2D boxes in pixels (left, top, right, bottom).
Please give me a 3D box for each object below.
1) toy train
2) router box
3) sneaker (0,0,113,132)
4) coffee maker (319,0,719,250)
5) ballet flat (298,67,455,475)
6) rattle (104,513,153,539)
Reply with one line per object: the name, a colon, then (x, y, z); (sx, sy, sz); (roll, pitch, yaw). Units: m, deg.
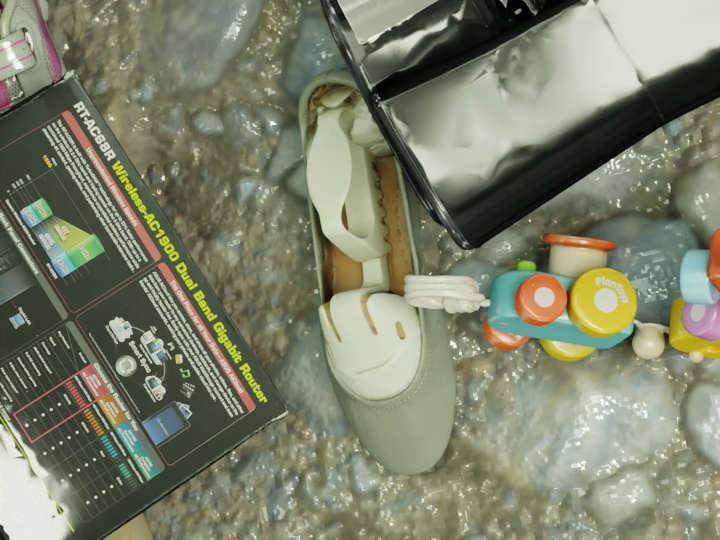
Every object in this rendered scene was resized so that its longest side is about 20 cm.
toy train: (0.127, -0.001, 0.908); (0.200, 0.150, 0.056); (0, 73, 30)
router box: (-0.151, 0.028, 1.011); (0.150, 0.062, 0.200); (-33, 94, -19)
sneaker: (-0.189, -0.095, 1.087); (0.081, 0.088, 0.200); (-27, 75, 7)
coffee maker: (0.107, -0.092, 0.907); (0.200, 0.135, 0.192); (-31, 71, 9)
ballet flat: (0.000, 0.000, 1.011); (0.067, 0.064, 0.200); (-10, 83, 25)
rattle: (-0.167, 0.186, 1.044); (0.130, 0.143, 0.200); (-10, 76, 8)
